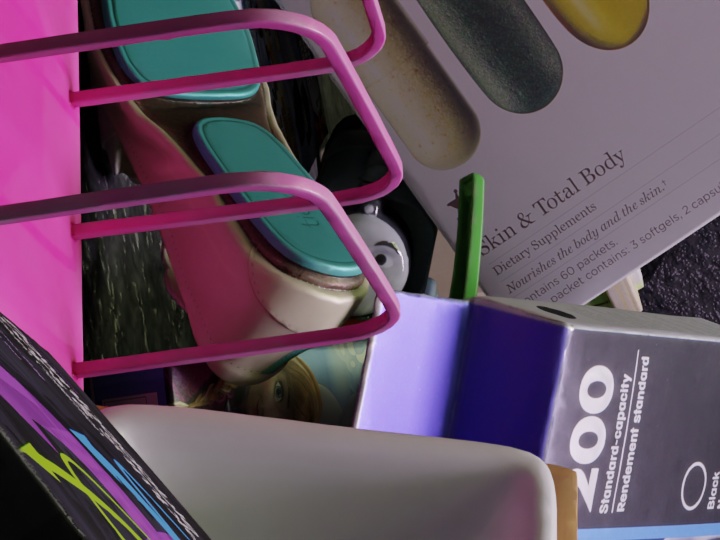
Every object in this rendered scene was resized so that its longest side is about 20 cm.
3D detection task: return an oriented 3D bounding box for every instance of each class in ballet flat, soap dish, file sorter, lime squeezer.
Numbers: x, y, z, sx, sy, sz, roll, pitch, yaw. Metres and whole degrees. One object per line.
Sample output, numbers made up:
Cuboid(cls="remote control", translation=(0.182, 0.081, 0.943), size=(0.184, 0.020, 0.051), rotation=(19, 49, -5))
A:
Cuboid(cls="ballet flat", translation=(-0.059, -0.039, 0.735), size=(0.070, 0.069, 0.200), rotation=(70, -5, -49))
Cuboid(cls="soap dish", translation=(-0.020, 0.139, 0.593), size=(0.081, 0.156, 0.201), rotation=(98, -2, -52))
Cuboid(cls="file sorter", translation=(-0.060, -0.082, 0.621), size=(0.139, 0.125, 0.201), rotation=(58, 27, -67))
Cuboid(cls="lime squeezer", translation=(0.009, 0.044, 0.741), size=(0.200, 0.071, 0.038), rotation=(-45, 174, -42))

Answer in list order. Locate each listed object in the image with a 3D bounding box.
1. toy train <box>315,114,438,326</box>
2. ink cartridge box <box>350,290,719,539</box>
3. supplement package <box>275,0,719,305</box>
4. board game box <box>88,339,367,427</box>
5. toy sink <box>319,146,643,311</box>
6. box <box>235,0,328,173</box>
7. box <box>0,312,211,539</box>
Cuboid(cls="toy train", translation=(0.000, 0.000, 0.931), size=(0.200, 0.085, 0.115), rotation=(-67, 168, -75))
Cuboid(cls="ink cartridge box", translation=(0.063, 0.111, 0.737), size=(0.199, 0.043, 0.199), rotation=(6, 96, -49))
Cuboid(cls="supplement package", translation=(0.075, -0.107, 0.888), size=(0.200, 0.151, 0.151), rotation=(54, 15, -6))
Cuboid(cls="board game box", translation=(-0.001, 0.125, 0.764), size=(0.199, 0.043, 0.201), rotation=(-4, 86, -51))
Cuboid(cls="toy sink", translation=(0.095, -0.028, 1.179), size=(0.130, 0.199, 0.113), rotation=(45, 30, -74))
Cuboid(cls="box", translation=(-0.059, -0.128, 0.891), size=(0.137, 0.040, 0.201), rotation=(-69, 149, -67))
Cuboid(cls="box", translation=(-0.076, 0.046, 0.483), size=(0.143, 0.036, 0.200), rotation=(47, -5, 23))
